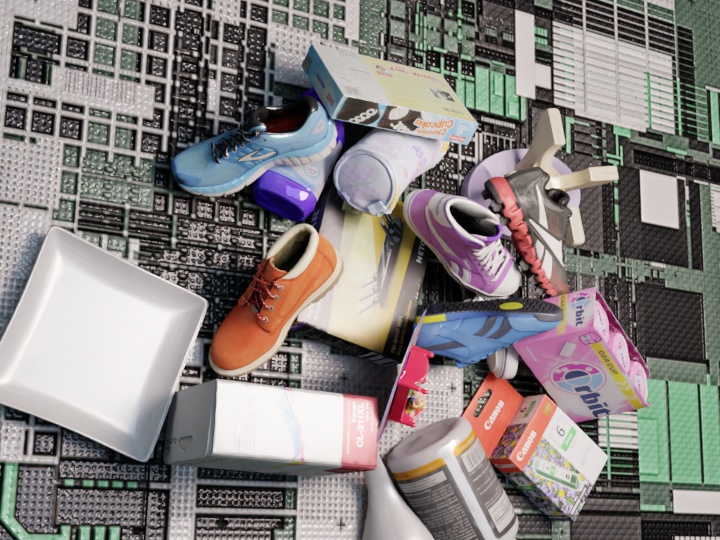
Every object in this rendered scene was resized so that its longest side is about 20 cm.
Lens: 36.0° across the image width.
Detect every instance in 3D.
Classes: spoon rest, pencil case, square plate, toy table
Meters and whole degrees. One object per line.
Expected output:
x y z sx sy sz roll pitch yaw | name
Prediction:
0.035 0.304 1.318 0.099 0.061 0.201 -16 102 10 | spoon rest
0.044 -0.142 1.380 0.091 0.083 0.200 50 36 -6 | pencil case
-0.288 0.082 1.211 0.199 0.028 0.199 28 68 -23 | square plate
0.248 -0.117 1.514 0.199 0.117 0.185 -20 90 -31 | toy table

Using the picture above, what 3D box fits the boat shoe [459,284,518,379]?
0.158 0.046 1.456 0.065 0.072 0.202 -9 89 -17 | boat shoe

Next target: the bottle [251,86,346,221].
-0.062 -0.161 1.368 0.083 0.065 0.201 27 67 -5 | bottle

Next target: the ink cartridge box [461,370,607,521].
0.229 0.228 1.469 0.200 0.050 0.109 45 62 -16 | ink cartridge box

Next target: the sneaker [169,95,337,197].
-0.130 -0.155 1.281 0.199 0.090 0.079 -22 60 -2 | sneaker

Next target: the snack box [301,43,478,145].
0.037 -0.214 1.352 0.199 0.037 0.116 7 38 -32 | snack box

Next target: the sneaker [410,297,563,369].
0.158 0.080 1.399 0.066 0.199 0.079 -43 126 -71 | sneaker

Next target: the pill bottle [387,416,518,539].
0.124 0.291 1.357 0.116 0.116 0.201 -30 96 -31 | pill bottle

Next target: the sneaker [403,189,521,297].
0.148 -0.024 1.353 0.200 0.114 0.073 36 75 -31 | sneaker

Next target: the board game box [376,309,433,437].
0.063 0.136 1.306 0.039 0.200 0.159 19 101 5 | board game box

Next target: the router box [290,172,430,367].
0.000 0.000 1.381 0.156 0.052 0.201 22 69 -24 | router box

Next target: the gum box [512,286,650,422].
0.294 0.118 1.453 0.200 0.113 0.066 50 37 -37 | gum box

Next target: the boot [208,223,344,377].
-0.108 0.031 1.259 0.075 0.107 0.200 38 82 21 | boot

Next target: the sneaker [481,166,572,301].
0.233 -0.048 1.406 0.097 0.071 0.201 -29 118 2 | sneaker

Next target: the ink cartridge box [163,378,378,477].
-0.100 0.178 1.231 0.199 0.146 0.083 11 73 -28 | ink cartridge box
